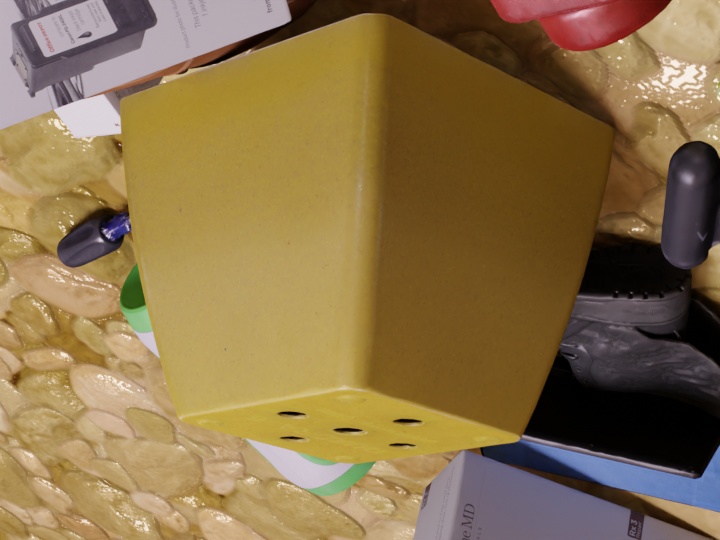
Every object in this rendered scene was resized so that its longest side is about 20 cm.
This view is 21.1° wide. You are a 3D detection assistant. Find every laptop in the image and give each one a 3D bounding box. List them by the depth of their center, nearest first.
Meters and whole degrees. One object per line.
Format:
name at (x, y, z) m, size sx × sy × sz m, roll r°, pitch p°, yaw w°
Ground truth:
laptop at (0.138, 0.121, 1.220) m, size 0.186 × 0.200 × 0.117 m, roll 11°, pitch 110°, yaw 20°

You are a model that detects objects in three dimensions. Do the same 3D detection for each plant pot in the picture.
plant pot at (0.000, 0.000, 1.026) m, size 0.199 × 0.178 × 0.199 m, roll -13°, pitch 157°, yaw 42°

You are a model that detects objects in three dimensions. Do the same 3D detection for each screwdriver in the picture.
screwdriver at (-0.139, -0.036, 1.261) m, size 0.029 × 0.028 × 0.199 m, roll 12°, pitch 158°, yaw -40°

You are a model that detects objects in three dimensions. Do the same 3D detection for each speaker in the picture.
speaker at (-0.069, 0.063, 1.293) m, size 0.088 × 0.089 × 0.200 m, roll -14°, pitch 129°, yaw 43°

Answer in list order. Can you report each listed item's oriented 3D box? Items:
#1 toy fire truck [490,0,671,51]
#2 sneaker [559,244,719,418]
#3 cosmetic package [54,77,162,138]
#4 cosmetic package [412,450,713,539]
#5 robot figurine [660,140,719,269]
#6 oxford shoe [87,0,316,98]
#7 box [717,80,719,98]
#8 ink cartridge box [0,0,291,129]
toy fire truck at (0.131, -0.179, 0.752) m, size 0.167 × 0.201 × 0.112 m, roll -8°, pitch 130°, yaw 44°
sneaker at (0.131, 0.032, 1.148) m, size 0.198 × 0.060 × 0.105 m, roll 7°, pitch 139°, yaw 17°
cosmetic package at (-0.178, -0.172, 1.055) m, size 0.050 × 0.083 × 0.200 m, roll -4°, pitch 135°, yaw 35°
cosmetic package at (0.134, 0.214, 1.317) m, size 0.199 × 0.113 × 0.081 m, roll 20°, pitch 147°, yaw -14°
robot figurine at (0.239, -0.027, 0.943) m, size 0.125 × 0.150 × 0.201 m, roll 48°, pitch 160°, yaw 35°
oxford shoe at (-0.103, -0.121, 0.998) m, size 0.072 × 0.199 × 0.071 m, roll 60°, pitch 159°, yaw 22°
box at (0.220, -0.113, 0.785) m, size 0.121 × 0.201 × 0.048 m, roll 30°, pitch 136°, yaw -7°
ink cartridge box at (-0.152, -0.156, 0.924) m, size 0.199 × 0.146 × 0.084 m, roll -21°, pitch 139°, yaw -3°
